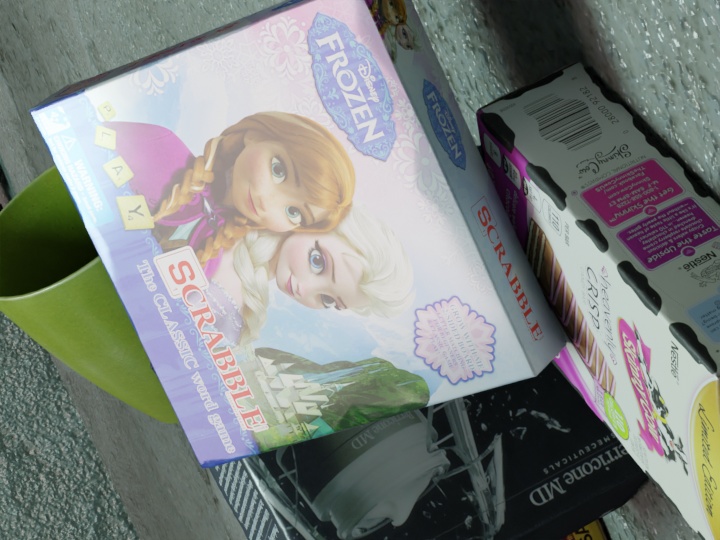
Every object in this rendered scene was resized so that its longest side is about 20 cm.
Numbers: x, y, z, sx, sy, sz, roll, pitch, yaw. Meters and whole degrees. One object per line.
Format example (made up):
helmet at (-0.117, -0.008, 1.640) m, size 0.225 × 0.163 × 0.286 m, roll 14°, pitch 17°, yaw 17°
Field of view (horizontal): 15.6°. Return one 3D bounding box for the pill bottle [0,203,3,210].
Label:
pill bottle at (-0.481, -0.128, 3.023) m, size 0.112 × 0.112 × 0.200 m, roll 36°, pitch 150°, yaw 61°

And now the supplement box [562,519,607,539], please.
supplement box at (0.037, 0.189, 1.553) m, size 0.103 × 0.200 × 0.131 m, roll 66°, pitch 167°, yaw -11°

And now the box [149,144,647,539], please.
box at (0.021, 0.074, 1.398) m, size 0.197 × 0.200 × 0.124 m, roll 60°, pitch 166°, yaw 12°

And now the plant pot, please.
plant pot at (-0.184, 0.024, 2.157) m, size 0.200 × 0.187 × 0.187 m, roll 54°, pitch 172°, yaw -31°

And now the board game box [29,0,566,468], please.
board game box at (-0.032, -0.021, 1.237) m, size 0.199 × 0.041 × 0.200 m, roll -19°, pitch 103°, yaw 32°

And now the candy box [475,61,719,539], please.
candy box at (0.131, 0.019, 1.190) m, size 0.200 × 0.061 × 0.136 m, roll 50°, pitch 161°, yaw 41°
